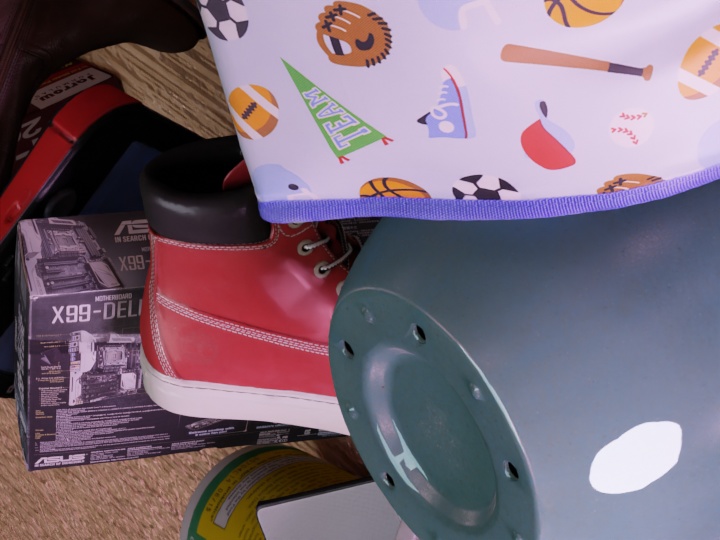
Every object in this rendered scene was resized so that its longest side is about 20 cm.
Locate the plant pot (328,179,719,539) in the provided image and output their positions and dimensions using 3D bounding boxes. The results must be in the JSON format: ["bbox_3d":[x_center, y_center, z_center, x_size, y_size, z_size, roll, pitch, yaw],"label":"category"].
[{"bbox_3d":[0.085,0.029,0.758,0.200,0.160,0.202,40,147,34],"label":"plant pot"}]

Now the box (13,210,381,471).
[{"bbox_3d":[-0.075,0.033,0.996,0.158,0.198,0.050,102,158,-52],"label":"box"}]

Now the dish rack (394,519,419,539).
[{"bbox_3d":[0.085,0.187,0.892,0.170,0.043,0.202,17,89,24],"label":"dish rack"}]

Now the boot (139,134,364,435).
[{"bbox_3d":[0.000,0.000,0.875,0.073,0.198,0.145,-91,5,-52],"label":"boot"}]

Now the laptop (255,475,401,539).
[{"bbox_3d":[0.050,0.204,0.933,0.186,0.116,0.202,-15,105,20],"label":"laptop"}]

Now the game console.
[{"bbox_3d":[-0.143,-0.005,1.037,0.031,0.178,0.200,35,-177,21],"label":"game console"}]

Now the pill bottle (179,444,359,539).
[{"bbox_3d":[-0.010,0.175,1.108,0.199,0.112,0.114,19,131,52],"label":"pill bottle"}]

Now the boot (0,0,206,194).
[{"bbox_3d":[-0.175,-0.068,1.011,0.064,0.185,0.202,5,80,51],"label":"boot"}]

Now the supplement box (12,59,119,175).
[{"bbox_3d":[-0.242,-0.100,1.257,0.199,0.108,0.061,25,136,48],"label":"supplement box"}]

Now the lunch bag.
[{"bbox_3d":[0.052,-0.112,0.655,0.198,0.124,0.171,1,132,23],"label":"lunch bag"}]
